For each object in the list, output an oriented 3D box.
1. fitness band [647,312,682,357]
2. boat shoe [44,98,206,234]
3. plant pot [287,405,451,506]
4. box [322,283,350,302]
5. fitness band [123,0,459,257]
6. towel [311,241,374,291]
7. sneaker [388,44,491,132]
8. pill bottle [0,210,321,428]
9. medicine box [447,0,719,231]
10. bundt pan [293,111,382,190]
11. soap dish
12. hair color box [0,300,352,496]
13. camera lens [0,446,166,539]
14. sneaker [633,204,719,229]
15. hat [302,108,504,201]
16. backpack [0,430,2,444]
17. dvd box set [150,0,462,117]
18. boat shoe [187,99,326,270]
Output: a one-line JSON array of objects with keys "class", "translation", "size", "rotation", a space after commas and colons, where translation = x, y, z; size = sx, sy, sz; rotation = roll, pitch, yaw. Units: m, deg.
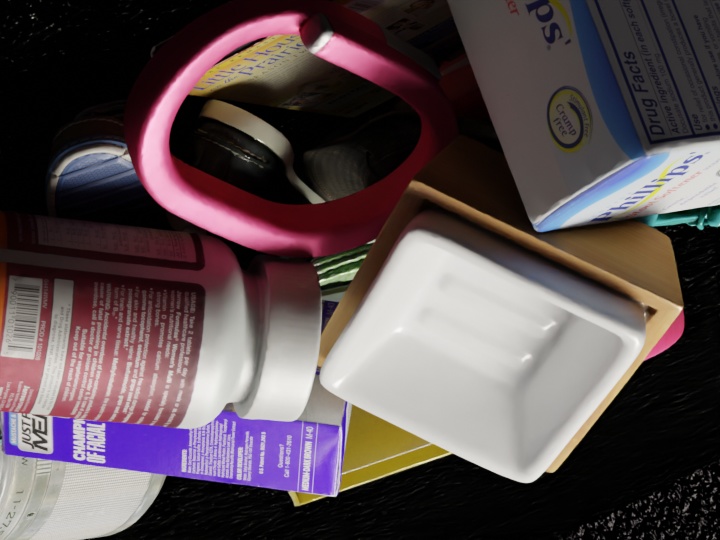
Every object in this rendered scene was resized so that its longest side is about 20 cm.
[{"class": "fitness band", "translation": [0.119, 0.036, 1.748], "size": [0.200, 0.037, 0.144], "rotation": [-16, -162, -31]}, {"class": "boat shoe", "translation": [-0.140, -0.057, 1.517], "size": [0.072, 0.072, 0.200], "rotation": [-14, 162, 3]}, {"class": "plant pot", "translation": [0.016, 0.051, 1.919], "size": [0.200, 0.177, 0.200], "rotation": [-19, 172, -3]}, {"class": "box", "translation": [-0.070, 0.061, 1.734], "size": [0.121, 0.032, 0.200], "rotation": [-12, 167, -37]}, {"class": "fitness band", "translation": [-0.034, -0.073, 1.419], "size": [0.144, 0.037, 0.200], "rotation": [-45, 138, 20]}, {"class": "towel", "translation": [0.000, 0.000, 1.727], "size": [0.200, 0.031, 0.149], "rotation": [-18, 169, -14]}, {"class": "sneaker", "translation": [0.114, -0.096, 1.561], "size": [0.200, 0.087, 0.074], "rotation": [-13, 166, -26]}, {"class": "pill bottle", "translation": [-0.129, 0.030, 1.464], "size": [0.200, 0.110, 0.110], "rotation": [7, 159, -15]}, {"class": "medicine box", "translation": [0.161, -0.131, 1.406], "size": [0.200, 0.182, 0.103], "rotation": [-9, 162, -37]}, {"class": "bundt pan", "translation": [0.028, -0.055, 1.750], "size": [0.202, 0.076, 0.202], "rotation": [-17, 166, -5]}, {"class": "soap dish", "translation": [0.074, 0.022, 1.457], "size": [0.157, 0.081, 0.200], "rotation": [25, 145, -3]}, {"class": "hair color box", "translation": [-0.104, 0.063, 1.569], "size": [0.200, 0.109, 0.065], "rotation": [6, 131, 3]}, {"class": "camera lens", "translation": [-0.244, 0.115, 1.869], "size": [0.160, 0.160, 0.200], "rotation": [-30, 163, 37]}, {"class": "sneaker", "translation": [0.192, -0.055, 1.507], "size": [0.200, 0.080, 0.078], "rotation": [-18, 144, -41]}, {"class": "hat", "translation": [0.057, -0.024, 1.559], "size": [0.200, 0.081, 0.201], "rotation": [4, 162, 1]}, {"class": "backpack", "translation": [-0.308, 0.058, 1.551], "size": [0.200, 0.154, 0.176], "rotation": [0, 166, 4]}, {"class": "dvd box set", "translation": [-0.004, -0.133, 1.495], "size": [0.146, 0.029, 0.200], "rotation": [-26, 166, 28]}, {"class": "boat shoe", "translation": [-0.064, -0.032, 1.548], "size": [0.074, 0.066, 0.199], "rotation": [24, 167, 12]}]
